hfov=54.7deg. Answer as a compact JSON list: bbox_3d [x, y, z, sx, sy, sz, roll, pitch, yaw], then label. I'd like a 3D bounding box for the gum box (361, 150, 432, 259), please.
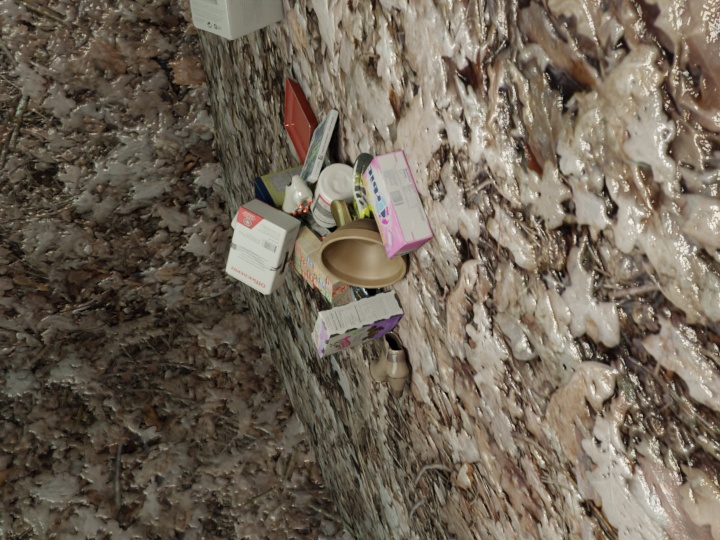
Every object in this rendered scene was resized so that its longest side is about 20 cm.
[{"bbox_3d":[0.070,-0.139,1.439,0.113,0.066,0.202,138,115,-70],"label":"gum box"}]

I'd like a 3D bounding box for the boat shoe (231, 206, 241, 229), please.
[{"bbox_3d":[-0.293,-0.114,1.930,0.200,0.070,0.070,40,119,36],"label":"boat shoe"}]

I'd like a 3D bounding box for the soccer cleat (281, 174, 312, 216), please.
[{"bbox_3d":[-0.164,-0.188,1.782,0.078,0.069,0.200,69,162,2],"label":"soccer cleat"}]

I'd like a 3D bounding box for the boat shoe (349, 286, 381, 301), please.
[{"bbox_3d":[0.000,0.000,1.811,0.091,0.070,0.202,-46,62,58],"label":"boat shoe"}]

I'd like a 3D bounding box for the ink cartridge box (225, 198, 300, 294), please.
[{"bbox_3d":[-0.256,-0.061,1.813,0.143,0.084,0.201,27,119,14],"label":"ink cartridge box"}]

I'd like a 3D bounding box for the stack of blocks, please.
[{"bbox_3d":[-0.111,-0.008,1.840,0.200,0.058,0.116,47,153,27],"label":"stack of blocks"}]

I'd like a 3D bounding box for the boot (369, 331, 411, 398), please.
[{"bbox_3d":[0.073,0.226,1.789,0.200,0.070,0.148,-139,42,-59],"label":"boot"}]

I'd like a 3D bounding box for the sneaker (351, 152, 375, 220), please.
[{"bbox_3d":[0.006,-0.179,1.594,0.085,0.074,0.202,-129,28,-53],"label":"sneaker"}]

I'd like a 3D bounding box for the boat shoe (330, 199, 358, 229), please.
[{"bbox_3d":[-0.023,-0.111,1.682,0.073,0.063,0.201,61,175,35],"label":"boat shoe"}]

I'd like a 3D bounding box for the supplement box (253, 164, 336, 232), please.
[{"bbox_3d":[-0.183,-0.174,1.985,0.201,0.198,0.135,93,152,-49],"label":"supplement box"}]

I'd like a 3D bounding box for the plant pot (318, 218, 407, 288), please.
[{"bbox_3d":[0.011,-0.051,1.575,0.202,0.199,0.093,101,180,-56],"label":"plant pot"}]

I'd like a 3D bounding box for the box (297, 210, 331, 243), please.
[{"bbox_3d":[-0.116,-0.052,1.929,0.137,0.040,0.201,44,152,37],"label":"box"}]

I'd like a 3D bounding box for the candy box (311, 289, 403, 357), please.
[{"bbox_3d":[-0.011,0.132,1.721,0.168,0.198,0.072,113,137,-65],"label":"candy box"}]

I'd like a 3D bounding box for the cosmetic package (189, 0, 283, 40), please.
[{"bbox_3d":[-0.335,-0.745,1.873,0.164,0.200,0.166,29,138,31],"label":"cosmetic package"}]

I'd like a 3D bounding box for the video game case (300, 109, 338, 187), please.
[{"bbox_3d":[-0.115,-0.302,1.793,0.200,0.023,0.184,166,121,-73],"label":"video game case"}]

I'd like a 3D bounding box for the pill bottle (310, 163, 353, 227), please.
[{"bbox_3d":[-0.068,-0.181,1.768,0.200,0.110,0.112,127,125,-69],"label":"pill bottle"}]

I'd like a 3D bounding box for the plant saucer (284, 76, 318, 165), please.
[{"bbox_3d":[-0.168,-0.418,1.998,0.200,0.036,0.201,102,147,-57],"label":"plant saucer"}]
